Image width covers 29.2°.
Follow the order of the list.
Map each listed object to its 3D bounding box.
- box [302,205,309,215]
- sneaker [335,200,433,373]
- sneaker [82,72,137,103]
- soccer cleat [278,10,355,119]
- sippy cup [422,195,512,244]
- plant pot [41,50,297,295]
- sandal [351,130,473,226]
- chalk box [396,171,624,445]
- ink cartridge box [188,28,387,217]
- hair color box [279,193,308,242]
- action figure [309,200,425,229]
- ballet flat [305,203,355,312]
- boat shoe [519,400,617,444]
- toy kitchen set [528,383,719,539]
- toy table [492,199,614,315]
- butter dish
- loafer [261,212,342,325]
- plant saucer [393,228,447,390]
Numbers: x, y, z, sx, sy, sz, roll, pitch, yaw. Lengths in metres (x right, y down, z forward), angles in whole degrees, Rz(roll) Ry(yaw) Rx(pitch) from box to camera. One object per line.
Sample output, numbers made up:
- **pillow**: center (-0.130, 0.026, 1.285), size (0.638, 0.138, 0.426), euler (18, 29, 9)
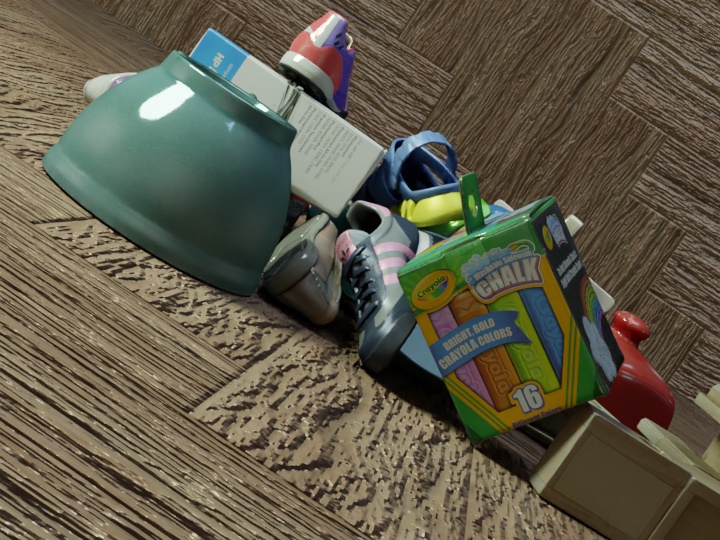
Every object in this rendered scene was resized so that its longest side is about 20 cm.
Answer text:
- **box**: center (-0.099, -0.107, 1.599), size (0.122, 0.048, 0.200), euler (4, -9, 29)
- **sneaker**: center (0.008, 0.010, 1.175), size (0.082, 0.070, 0.200), euler (35, 27, -13)
- **sneaker**: center (-0.224, -0.191, 1.584), size (0.200, 0.075, 0.100), euler (13, 1, -41)
- **soccer cleat**: center (-0.030, -0.198, 1.353), size (0.068, 0.073, 0.200), euler (35, 0, 6)
- **sippy cup**: center (0.111, 0.000, 1.438), size (0.140, 0.130, 0.178), euler (61, -19, -1)
- **plant pot**: center (-0.134, -0.091, 1.108), size (0.200, 0.134, 0.200), euler (32, 6, -4)
- **sandal**: center (0.047, -0.087, 1.329), size (0.079, 0.087, 0.200), euler (-11, 5, -24)
- **chalk box**: center (0.115, 0.018, 1.130), size (0.200, 0.124, 0.125), euler (65, 19, -2)
- **ink cartridge box**: center (-0.084, -0.139, 1.334), size (0.200, 0.084, 0.146), euler (35, 0, -5)
- **hair color box**: center (-0.162, -0.111, 1.441), size (0.200, 0.064, 0.111), euler (38, 7, 23)
- **action figure**: center (0.019, -0.036, 1.559), size (0.200, 0.069, 0.130), euler (-5, 57, -19)
- **ballet flat**: center (0.000, 0.000, 1.393), size (0.200, 0.068, 0.075), euler (-122, -170, -50)
- **boat shoe**: center (0.189, 0.135, 1.325), size (0.201, 0.073, 0.063), euler (41, 1, -2)
- **toy kitchen set**: center (0.245, 0.134, 1.178), size (0.180, 0.163, 0.200), euler (32, 6, -12)
- **toy table**: center (0.191, 0.015, 1.606), size (0.184, 0.117, 0.200), euler (47, -24, -1)
- **butter dish**: center (0.255, 0.111, 1.480), size (0.200, 0.148, 0.199), euler (29, 7, -34)
- **loafer**: center (-0.045, 0.002, 1.223), size (0.063, 0.072, 0.200), euler (51, 11, -8)
- **plant saucer**: center (0.073, 0.044, 1.279), size (0.200, 0.036, 0.200), euler (21, 38, -18)
